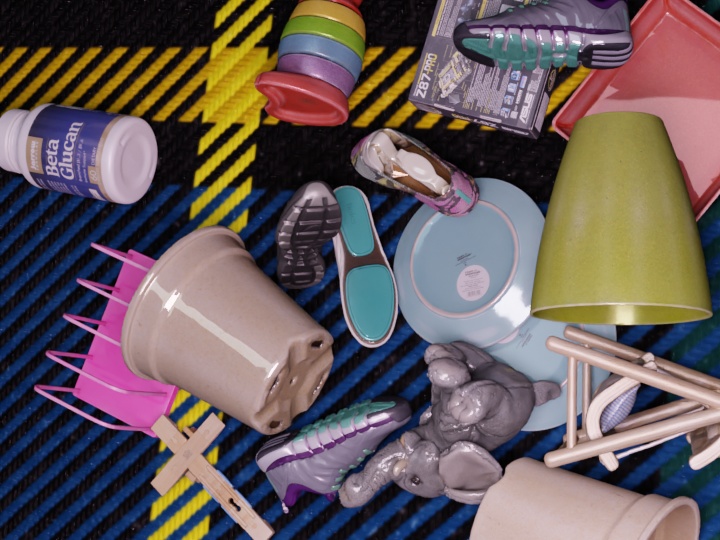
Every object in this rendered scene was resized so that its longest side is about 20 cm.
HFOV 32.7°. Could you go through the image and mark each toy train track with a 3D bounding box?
[{"bbox_3d":[-0.177,0.254,1.493,0.200,0.033,0.115,44,91,16],"label":"toy train track"}]

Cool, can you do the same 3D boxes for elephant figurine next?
[{"bbox_3d":[0.094,0.188,1.331,0.154,0.141,0.202,29,109,22],"label":"elephant figurine"}]

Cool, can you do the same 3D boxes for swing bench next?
[{"bbox_3d":[0.291,0.124,1.223,0.197,0.199,0.132,0,89,15],"label":"swing bench"}]

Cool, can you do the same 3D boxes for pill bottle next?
[{"bbox_3d":[-0.372,-0.155,1.589,0.197,0.111,0.113,11,85,23],"label":"pill bottle"}]

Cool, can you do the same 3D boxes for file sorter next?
[{"bbox_3d":[-0.294,0.083,1.513,0.137,0.125,0.203,22,90,23],"label":"file sorter"}]

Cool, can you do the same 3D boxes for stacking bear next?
[{"bbox_3d":[-0.045,-0.289,1.486,0.112,0.122,0.203,11,77,8],"label":"stacking bear"}]

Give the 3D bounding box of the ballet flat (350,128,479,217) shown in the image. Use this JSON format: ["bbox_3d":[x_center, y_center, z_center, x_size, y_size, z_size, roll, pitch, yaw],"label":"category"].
[{"bbox_3d":[0.052,-0.123,1.412,0.199,0.071,0.070,33,86,39],"label":"ballet flat"}]

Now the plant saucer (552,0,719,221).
[{"bbox_3d":[0.346,-0.176,1.348,0.200,0.037,0.200,42,98,23],"label":"plant saucer"}]

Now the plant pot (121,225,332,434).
[{"bbox_3d":[-0.137,0.081,1.397,0.182,0.200,0.202,32,94,26],"label":"plant pot"}]

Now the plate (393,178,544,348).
[{"bbox_3d":[0.121,-0.011,1.392,0.197,0.026,0.203,-10,69,27],"label":"plate"}]

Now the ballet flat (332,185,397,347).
[{"bbox_3d":[0.000,0.000,1.443,0.069,0.069,0.203,-19,69,18],"label":"ballet flat"}]

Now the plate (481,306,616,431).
[{"bbox_3d":[0.186,0.077,1.377,0.197,0.026,0.204,-3,81,21],"label":"plate"}]

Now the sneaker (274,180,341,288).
[{"bbox_3d":[-0.070,-0.054,1.422,0.074,0.201,0.080,-3,62,-14],"label":"sneaker"}]

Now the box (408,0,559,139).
[{"bbox_3d":[0.159,-0.270,1.431,0.159,0.049,0.203,16,88,20],"label":"box"}]

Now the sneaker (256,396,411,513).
[{"bbox_3d":[-0.019,0.212,1.419,0.198,0.074,0.089,-22,96,21],"label":"sneaker"}]

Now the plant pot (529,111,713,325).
[{"bbox_3d":[0.267,-0.054,1.269,0.184,0.187,0.204,-2,81,21],"label":"plant pot"}]

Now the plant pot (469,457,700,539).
[{"bbox_3d":[0.219,0.288,1.256,0.182,0.200,0.203,23,90,35],"label":"plant pot"}]

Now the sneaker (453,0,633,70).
[{"bbox_3d":[0.202,-0.274,1.362,0.196,0.075,0.089,4,71,3],"label":"sneaker"}]
